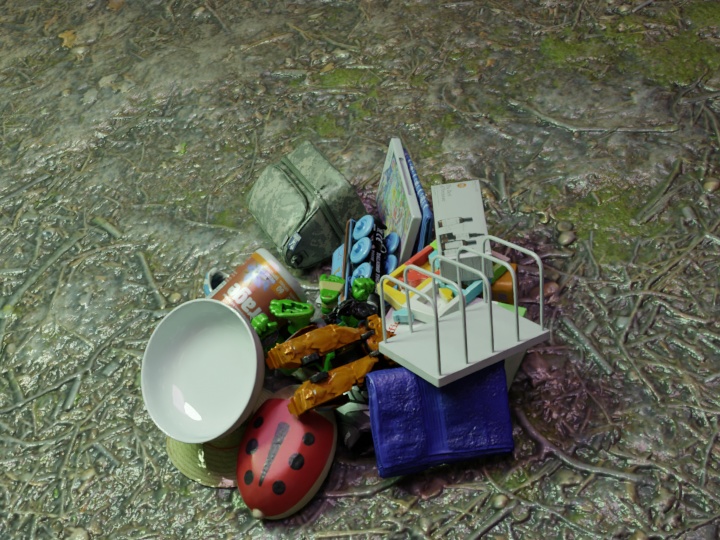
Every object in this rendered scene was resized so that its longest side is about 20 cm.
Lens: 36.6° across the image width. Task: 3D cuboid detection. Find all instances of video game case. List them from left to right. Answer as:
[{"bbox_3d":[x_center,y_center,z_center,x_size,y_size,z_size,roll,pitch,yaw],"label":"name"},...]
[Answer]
[{"bbox_3d":[0.062,-0.103,1.829,0.018,0.144,0.201,1,45,-13],"label":"video game case"}]

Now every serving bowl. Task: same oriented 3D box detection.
[{"bbox_3d":[-0.211,0.144,1.530,0.198,0.066,0.202,-7,75,28],"label":"serving bowl"}]

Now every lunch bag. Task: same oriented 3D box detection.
[{"bbox_3d":[-0.096,-0.106,1.894,0.167,0.140,0.200,-37,44,-3],"label":"lunch bag"}]

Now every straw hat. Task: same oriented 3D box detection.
[{"bbox_3d":[-0.201,0.213,1.597,0.199,0.086,0.202,-7,42,6],"label":"straw hat"}]

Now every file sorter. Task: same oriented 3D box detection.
[{"bbox_3d":[0.139,0.048,1.493,0.199,0.126,0.138,-20,27,-29],"label":"file sorter"}]

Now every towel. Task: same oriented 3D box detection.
[{"bbox_3d":[0.083,-0.090,1.820,0.024,0.146,0.201,-3,39,-12],"label":"towel"},{"bbox_3d":[0.111,0.198,1.487,0.198,0.149,0.050,-9,8,-9],"label":"towel"}]

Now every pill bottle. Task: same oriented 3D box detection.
[{"bbox_3d":[-0.184,0.072,1.640,0.200,0.112,0.112,-44,48,-9],"label":"pill bottle"}]

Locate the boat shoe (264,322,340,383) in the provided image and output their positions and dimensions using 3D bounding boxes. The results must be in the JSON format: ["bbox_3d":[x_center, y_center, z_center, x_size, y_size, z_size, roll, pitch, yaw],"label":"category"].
[{"bbox_3d":[-0.099,0.134,1.691,0.199,0.064,0.073,24,41,26],"label":"boat shoe"}]

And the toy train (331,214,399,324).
[{"bbox_3d":[0.000,0.000,1.753,0.114,0.086,0.201,-36,35,34],"label":"toy train"}]

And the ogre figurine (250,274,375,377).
[{"bbox_3d":[-0.070,0.087,1.603,0.097,0.121,0.200,23,40,29],"label":"ogre figurine"}]

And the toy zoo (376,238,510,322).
[{"bbox_3d":[0.117,0.017,1.660,0.199,0.021,0.131,-36,45,-30],"label":"toy zoo"}]

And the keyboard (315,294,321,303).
[{"bbox_3d":[-0.007,-0.008,1.854,0.056,0.011,0.201,8,45,29],"label":"keyboard"}]

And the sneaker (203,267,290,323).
[{"bbox_3d":[-0.178,0.051,1.781,0.198,0.073,0.072,19,48,28],"label":"sneaker"}]

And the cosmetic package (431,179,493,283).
[{"bbox_3d":[0.157,-0.064,1.696,0.082,0.051,0.201,-5,38,3],"label":"cosmetic package"}]

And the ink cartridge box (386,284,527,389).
[{"bbox_3d":[0.135,0.112,1.629,0.198,0.085,0.146,12,46,24],"label":"ink cartridge box"}]

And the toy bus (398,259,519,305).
[{"bbox_3d":[0.148,0.030,1.720,0.198,0.079,0.065,3,43,16],"label":"toy bus"}]

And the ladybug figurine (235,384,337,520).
[{"bbox_3d":[-0.106,0.248,1.513,0.134,0.072,0.202,12,67,15],"label":"ladybug figurine"}]

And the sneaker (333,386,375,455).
[{"bbox_3d":[-0.009,0.215,1.563,0.199,0.067,0.091,20,48,28],"label":"sneaker"}]

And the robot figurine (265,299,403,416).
[{"bbox_3d":[-0.029,0.123,1.528,0.199,0.058,0.146,-18,79,-39],"label":"robot figurine"}]
